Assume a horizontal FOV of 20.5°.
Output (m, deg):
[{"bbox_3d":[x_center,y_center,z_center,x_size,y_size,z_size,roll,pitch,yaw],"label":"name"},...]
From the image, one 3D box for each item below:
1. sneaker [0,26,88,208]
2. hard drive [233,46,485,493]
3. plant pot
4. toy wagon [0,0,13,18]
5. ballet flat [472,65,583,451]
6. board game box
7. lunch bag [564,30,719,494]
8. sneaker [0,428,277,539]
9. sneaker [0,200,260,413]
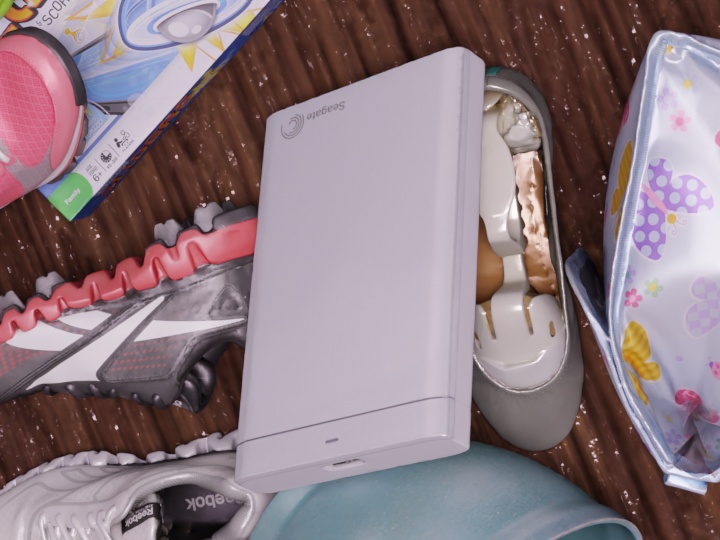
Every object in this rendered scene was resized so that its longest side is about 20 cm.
[{"bbox_3d":[-0.213,-0.045,1.022,0.074,0.087,0.200,50,125,-2],"label":"sneaker"},{"bbox_3d":[0.000,0.000,0.974,0.131,0.027,0.202,-16,58,37],"label":"hard drive"},{"bbox_3d":[0.025,0.161,0.993,0.134,0.200,0.201,41,103,30],"label":"plant pot"},{"bbox_3d":[-0.199,-0.226,1.032,0.155,0.040,0.200,44,101,25],"label":"toy wagon"},{"bbox_3d":[0.073,-0.002,1.017,0.067,0.064,0.202,-6,96,11],"label":"ballet flat"},{"bbox_3d":[-0.130,-0.145,1.051,0.135,0.034,0.200,44,102,3],"label":"board game box"},{"bbox_3d":[0.163,-0.008,0.946,0.126,0.170,0.202,10,99,7],"label":"lunch bag"},{"bbox_3d":[-0.130,0.134,1.061,0.198,0.081,0.076,-17,95,13],"label":"sneaker"},{"bbox_3d":[-0.129,0.040,1.054,0.199,0.071,0.099,-23,90,10],"label":"sneaker"}]
